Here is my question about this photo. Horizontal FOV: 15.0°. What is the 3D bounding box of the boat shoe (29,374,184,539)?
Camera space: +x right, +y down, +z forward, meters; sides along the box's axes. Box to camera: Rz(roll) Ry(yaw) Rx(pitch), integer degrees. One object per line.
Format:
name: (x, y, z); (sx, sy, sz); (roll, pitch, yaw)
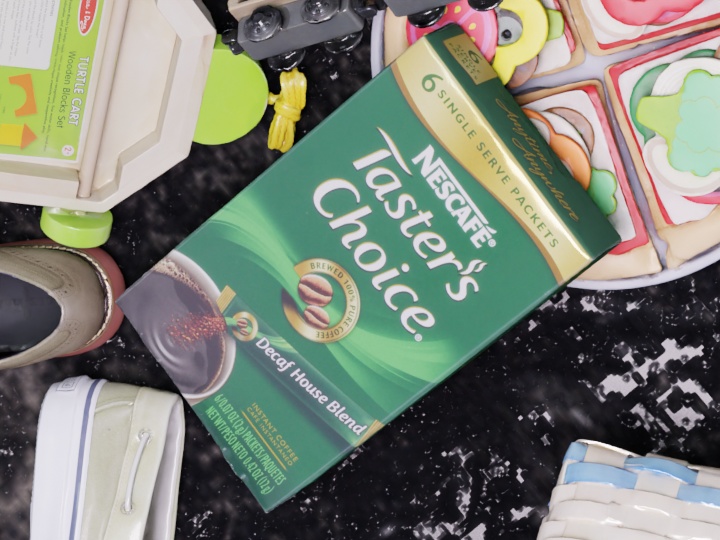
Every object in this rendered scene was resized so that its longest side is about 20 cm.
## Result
boat shoe: (-0.112, 0.147, 1.222); (0.062, 0.072, 0.201); (0, 90, 15)

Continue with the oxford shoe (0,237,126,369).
oxford shoe: (-0.210, 0.020, 1.235); (0.200, 0.075, 0.071); (-12, 93, 13)

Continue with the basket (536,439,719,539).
basket: (0.131, 0.182, 1.124); (0.176, 0.139, 0.200); (12, 64, 12)

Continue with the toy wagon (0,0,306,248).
toy wagon: (-0.124, -0.085, 1.203); (0.200, 0.040, 0.155); (6, 119, -17)

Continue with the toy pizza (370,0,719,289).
toy pizza: (0.098, -0.087, 1.165); (0.200, 0.032, 0.201); (4, 106, 16)

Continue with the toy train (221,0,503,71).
toy train: (0.031, -0.128, 1.143); (0.200, 0.034, 0.046); (-15, 56, 22)

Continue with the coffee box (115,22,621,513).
coffee box: (0.000, 0.000, 1.181); (0.200, 0.044, 0.123); (-38, 85, 26)
